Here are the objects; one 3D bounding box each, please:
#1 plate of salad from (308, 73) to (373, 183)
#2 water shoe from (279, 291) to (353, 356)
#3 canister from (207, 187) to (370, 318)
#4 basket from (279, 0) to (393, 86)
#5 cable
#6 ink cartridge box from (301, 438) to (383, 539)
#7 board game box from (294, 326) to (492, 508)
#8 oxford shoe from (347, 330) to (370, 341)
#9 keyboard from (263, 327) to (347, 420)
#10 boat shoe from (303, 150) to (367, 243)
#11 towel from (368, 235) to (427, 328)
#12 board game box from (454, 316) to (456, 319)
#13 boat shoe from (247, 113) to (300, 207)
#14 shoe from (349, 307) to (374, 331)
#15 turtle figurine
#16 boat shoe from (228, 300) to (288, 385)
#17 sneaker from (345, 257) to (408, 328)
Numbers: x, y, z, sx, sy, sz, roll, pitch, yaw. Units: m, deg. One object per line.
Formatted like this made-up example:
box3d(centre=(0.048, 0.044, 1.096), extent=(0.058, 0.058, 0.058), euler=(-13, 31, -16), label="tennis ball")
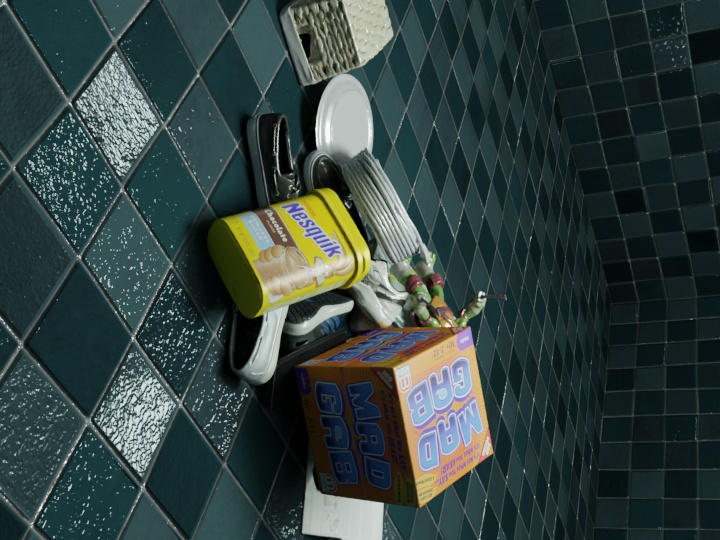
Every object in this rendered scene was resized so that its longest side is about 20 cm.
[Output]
box3d(centre=(-0.034, -0.245, 1.626), extent=(0.199, 0.047, 0.205), euler=(-13, 105, -60), label="plate of salad")
box3d(centre=(-0.077, 0.087, 1.470), extent=(0.199, 0.070, 0.081), euler=(-21, 125, -61), label="water shoe")
box3d(centre=(-0.101, -0.026, 1.285), extent=(0.198, 0.087, 0.150), euler=(-19, 71, -40), label="canister")
box3d(centre=(-0.035, -0.422, 1.583), extent=(0.201, 0.121, 0.138), euler=(-54, 132, -54), label="basket")
box3d(centre=(0.036, -0.108, 1.562), extent=(0.201, 0.068, 0.201), euler=(57, 5, -38), label="cable")
box3d(centre=(-0.033, 0.346, 1.519), extent=(0.171, 0.043, 0.205), euler=(19, 65, -36), label="ink cartridge box")
box3d(centre=(0.052, 0.211, 1.377), extent=(0.198, 0.197, 0.205), euler=(-20, 101, -47), label="board game box")
box3d(centre=(0.012, 0.149, 1.619), extent=(0.200, 0.071, 0.073), euler=(-49, 129, -57), label="oxford shoe")
box3d(centre=(-0.085, 0.170, 1.418), extent=(0.199, 0.020, 0.130), euler=(-21, 124, -55), label="keyboard")
box3d(centre=(-0.036, -0.118, 1.569), extent=(0.069, 0.056, 0.202), euler=(-44, 131, -25), label="boat shoe")
box3d(centre=(0.065, 0.045, 1.667), extent=(0.201, 0.048, 0.172), euler=(50, 34, -17), label="towel")
box3d(centre=(0.150, 0.132, 1.960), extent=(0.200, 0.039, 0.156), euler=(49, 42, -51), label="board game box")
box3d(centre=(-0.123, -0.138, 1.391), extent=(0.069, 0.055, 0.205), euler=(-37, 118, -61), label="boat shoe")
box3d(centre=(0.024, 0.044, 1.706), extent=(0.070, 0.053, 0.201), euler=(47, 34, -17), label="shoe")
box3d(centre=(0.146, 0.036, 1.585), extent=(0.196, 0.142, 0.202), euler=(57, -16, 32), label="turtle figurine")
box3d(centre=(-0.147, 0.056, 1.299), extent=(0.071, 0.069, 0.206), euler=(39, 51, -58), label="boat shoe")
box3d(centre=(0.000, 0.000, 1.541), extent=(0.088, 0.075, 0.201), euler=(-42, 100, -12), label="sneaker")
